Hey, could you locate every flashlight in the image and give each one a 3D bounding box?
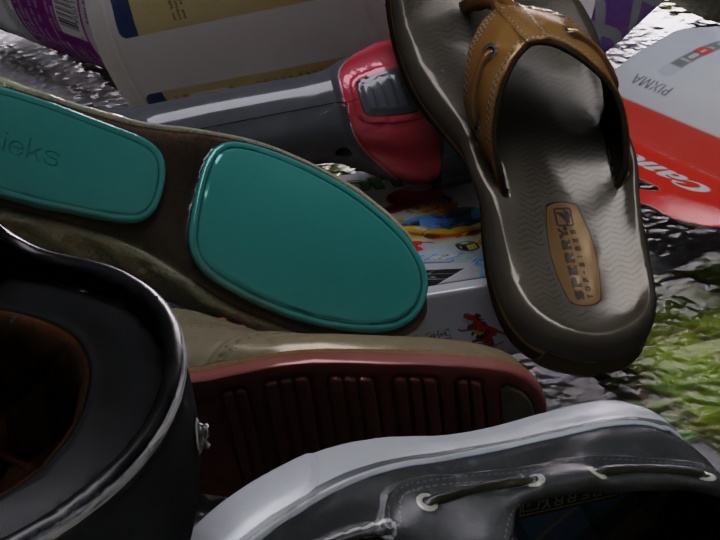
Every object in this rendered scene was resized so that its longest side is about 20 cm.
[{"bbox_3d":[-0.042,-0.051,0.959,0.199,0.068,0.068,-12,29,-10],"label":"flashlight"}]

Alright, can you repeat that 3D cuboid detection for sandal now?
[{"bbox_3d":[0.064,-0.056,0.904,0.081,0.055,0.201,-5,60,-12],"label":"sandal"}]

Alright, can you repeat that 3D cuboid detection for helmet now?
[{"bbox_3d":[-0.148,0.058,0.656,0.200,0.191,0.200,-39,24,21],"label":"helmet"}]

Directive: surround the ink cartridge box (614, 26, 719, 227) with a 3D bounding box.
[{"bbox_3d":[0.166,-0.067,1.025,0.199,0.050,0.162,-2,20,-35],"label":"ink cartridge box"}]

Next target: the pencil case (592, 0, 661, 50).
[{"bbox_3d":[0.140,-0.182,1.172,0.200,0.084,0.085,-40,38,-6],"label":"pencil case"}]

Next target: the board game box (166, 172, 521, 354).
[{"bbox_3d":[0.000,0.000,0.952,0.199,0.035,0.126,-9,25,-13],"label":"board game box"}]

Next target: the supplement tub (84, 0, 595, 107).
[{"bbox_3d":[-0.009,-0.139,1.072,0.199,0.145,0.144,-7,19,31],"label":"supplement tub"}]

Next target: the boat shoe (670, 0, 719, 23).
[{"bbox_3d":[0.230,-0.149,1.197,0.200,0.075,0.062,23,77,48],"label":"boat shoe"}]

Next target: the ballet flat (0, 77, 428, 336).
[{"bbox_3d":[-0.071,-0.020,0.864,0.199,0.068,0.062,22,-21,-13],"label":"ballet flat"}]

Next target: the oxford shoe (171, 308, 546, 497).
[{"bbox_3d":[-0.037,0.037,0.818,0.199,0.071,0.075,-1,37,1],"label":"oxford shoe"}]

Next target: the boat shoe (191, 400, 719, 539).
[{"bbox_3d":[0.031,0.086,0.727,0.199,0.069,0.057,-15,28,-31],"label":"boat shoe"}]

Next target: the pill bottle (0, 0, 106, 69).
[{"bbox_3d":[-0.146,-0.169,1.240,0.112,0.113,0.200,-22,32,-37],"label":"pill bottle"}]
